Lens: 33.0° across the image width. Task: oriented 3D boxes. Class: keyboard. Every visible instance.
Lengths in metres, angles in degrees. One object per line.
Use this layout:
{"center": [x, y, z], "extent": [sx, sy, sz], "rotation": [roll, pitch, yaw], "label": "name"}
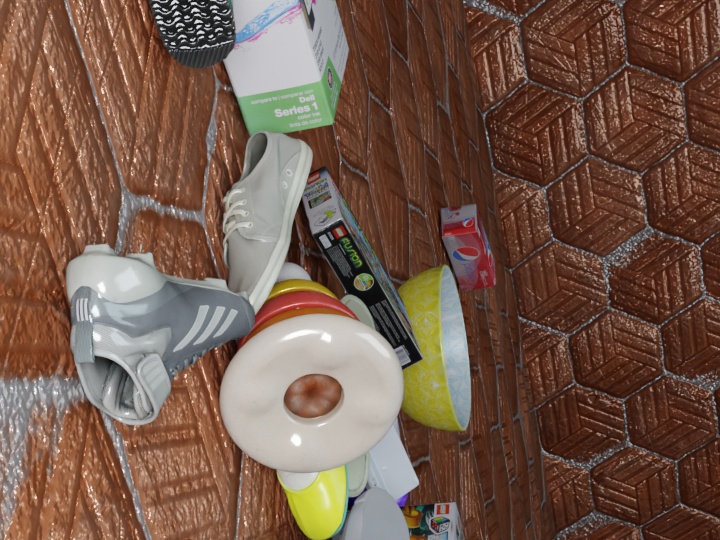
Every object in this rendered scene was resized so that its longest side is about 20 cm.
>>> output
{"center": [0.001, 0.144, 1.217], "extent": [0.056, 0.011, 0.201], "rotation": [-32, 107, -30], "label": "keyboard"}

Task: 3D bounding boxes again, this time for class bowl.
{"center": [0.065, 0.099, 1.473], "extent": [0.200, 0.107, 0.202], "rotation": [-8, 90, -77], "label": "bowl"}

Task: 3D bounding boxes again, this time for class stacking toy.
{"center": [-0.051, 0.058, 1.015], "extent": [0.200, 0.145, 0.147], "rotation": [-109, -176, -59], "label": "stacking toy"}

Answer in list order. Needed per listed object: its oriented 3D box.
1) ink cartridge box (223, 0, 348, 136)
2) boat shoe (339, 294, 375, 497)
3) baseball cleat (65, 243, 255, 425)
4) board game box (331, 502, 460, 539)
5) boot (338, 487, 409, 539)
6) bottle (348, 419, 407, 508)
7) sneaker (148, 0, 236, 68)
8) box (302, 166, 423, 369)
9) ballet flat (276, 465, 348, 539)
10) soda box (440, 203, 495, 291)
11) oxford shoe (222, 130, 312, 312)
{"center": [-0.079, -0.245, 1.083], "extent": [0.145, 0.083, 0.201], "rotation": [-81, 159, -51], "label": "ink cartridge box"}
{"center": [-0.028, 0.121, 1.152], "extent": [0.074, 0.066, 0.201], "rotation": [23, 57, -42], "label": "boat shoe"}
{"center": [-0.128, 0.047, 0.773], "extent": [0.200, 0.069, 0.107], "rotation": [26, 64, -64], "label": "baseball cleat"}
{"center": [0.028, 0.309, 1.150], "extent": [0.201, 0.125, 0.035], "rotation": [-81, 160, -52], "label": "board game box"}
{"center": [-0.019, 0.265, 1.057], "extent": [0.074, 0.095, 0.200], "rotation": [54, 19, -6], "label": "boot"}
{"center": [0.011, 0.191, 1.275], "extent": [0.084, 0.065, 0.202], "rotation": [-36, 118, -73], "label": "bottle"}
{"center": [-0.139, -0.253, 0.898], "extent": [0.093, 0.070, 0.201], "rotation": [-116, -169, -72], "label": "sneaker"}
{"center": [0.000, 0.000, 1.257], "extent": [0.201, 0.035, 0.110], "rotation": [59, 7, -35], "label": "box"}
{"center": [-0.054, 0.133, 1.060], "extent": [0.067, 0.067, 0.201], "rotation": [33, 45, -46], "label": "ballet flat"}
{"center": [0.198, -0.039, 2.225], "extent": [0.200, 0.070, 0.064], "rotation": [63, 23, -55], "label": "soda box"}
{"center": [-0.089, -0.036, 0.999], "extent": [0.058, 0.075, 0.201], "rotation": [28, 52, -22], "label": "oxford shoe"}
